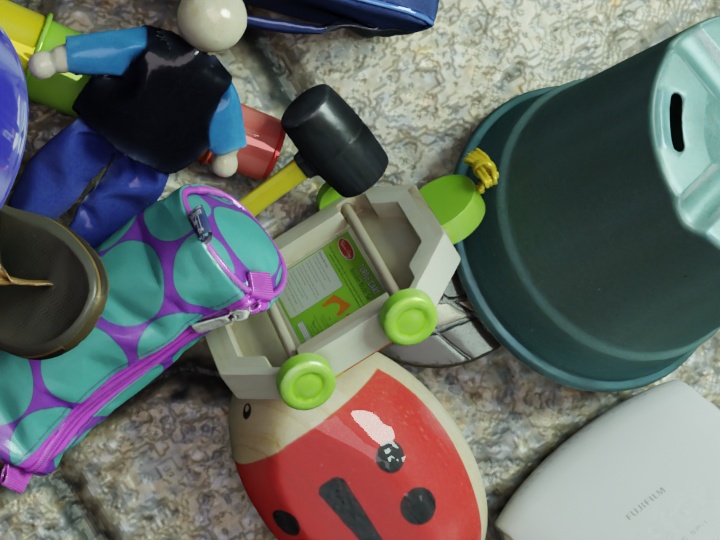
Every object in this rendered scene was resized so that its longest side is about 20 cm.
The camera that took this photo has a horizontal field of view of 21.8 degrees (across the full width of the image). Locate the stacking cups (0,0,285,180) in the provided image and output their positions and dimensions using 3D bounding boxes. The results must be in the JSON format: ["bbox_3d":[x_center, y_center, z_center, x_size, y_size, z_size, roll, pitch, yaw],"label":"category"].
[{"bbox_3d":[-0.144,-0.107,1.136,0.200,0.060,0.061,21,87,-16],"label":"stacking cups"}]

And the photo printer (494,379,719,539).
[{"bbox_3d":[0.188,0.165,1.139,0.166,0.200,0.070,-37,135,-7],"label":"photo printer"}]

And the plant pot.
[{"bbox_3d":[0.181,-0.046,1.094,0.200,0.196,0.201,6,73,-22],"label":"plant pot"}]

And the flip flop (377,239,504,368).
[{"bbox_3d":[0.082,0.003,1.180,0.200,0.058,0.081,-27,92,-24],"label":"flip flop"}]

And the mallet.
[{"bbox_3d":[-0.082,-0.039,1.122,0.200,0.041,0.066,-30,117,6],"label":"mallet"}]

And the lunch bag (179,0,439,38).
[{"bbox_3d":[-0.042,-0.207,1.107,0.199,0.136,0.133,12,88,-10],"label":"lunch bag"}]

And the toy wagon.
[{"bbox_3d":[0.000,0.000,1.103,0.200,0.155,0.040,-31,124,2],"label":"toy wagon"}]

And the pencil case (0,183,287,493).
[{"bbox_3d":[-0.142,0.037,1.088,0.200,0.085,0.093,-38,54,15],"label":"pencil case"}]

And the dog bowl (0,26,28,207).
[{"bbox_3d":[-0.288,-0.083,1.040,0.200,0.079,0.201,-7,69,19],"label":"dog bowl"}]

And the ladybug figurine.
[{"bbox_3d":[-0.001,0.131,1.137,0.136,0.072,0.200,-37,103,16],"label":"ladybug figurine"}]

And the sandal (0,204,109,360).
[{"bbox_3d":[-0.225,-0.018,1.066,0.200,0.055,0.082,41,104,26],"label":"sandal"}]

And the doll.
[{"bbox_3d":[-0.135,-0.087,1.084,0.136,0.049,0.200,33,115,-22],"label":"doll"}]
